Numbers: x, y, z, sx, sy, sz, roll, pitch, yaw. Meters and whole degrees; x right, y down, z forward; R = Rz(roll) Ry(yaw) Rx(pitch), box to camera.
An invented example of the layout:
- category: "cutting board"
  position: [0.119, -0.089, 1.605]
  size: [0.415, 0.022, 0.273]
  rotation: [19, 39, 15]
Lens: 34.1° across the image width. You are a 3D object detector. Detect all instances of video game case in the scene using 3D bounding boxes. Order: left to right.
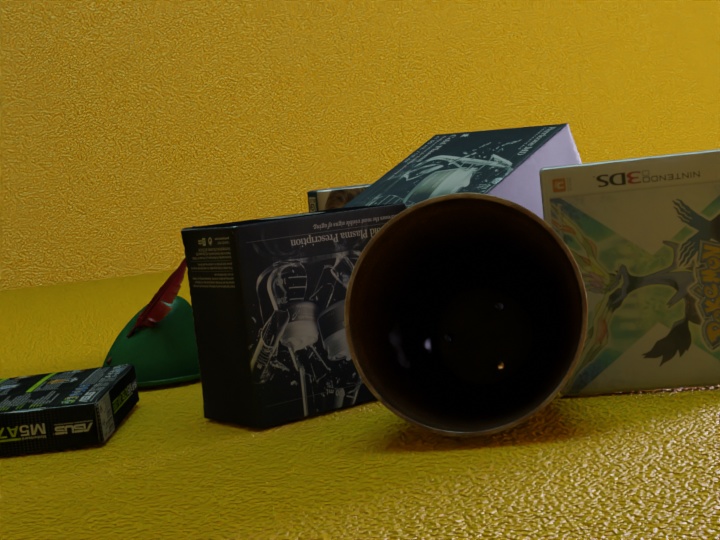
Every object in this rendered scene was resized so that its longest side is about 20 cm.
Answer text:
- category: "video game case"
  position: [0.254, 0.002, 1.010]
  size: [0.182, 0.201, 0.022]
  rotation: [-5, 2, 13]

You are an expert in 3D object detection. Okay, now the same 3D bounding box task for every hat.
- category: "hat"
  position: [-0.240, 0.038, 1.380]
  size: [0.199, 0.177, 0.166]
  rotation: [-5, 5, 18]

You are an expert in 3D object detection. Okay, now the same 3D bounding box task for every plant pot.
- category: "plant pot"
  position: [0.097, 0.046, 0.990]
  size: [0.186, 0.188, 0.200]
  rotation: [-5, -9, 10]

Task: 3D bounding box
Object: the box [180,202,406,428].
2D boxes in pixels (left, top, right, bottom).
- category: "box"
  position: [-0.051, 0.037, 1.116]
  size: [0.199, 0.183, 0.104]
  rotation: [-10, 7, -36]

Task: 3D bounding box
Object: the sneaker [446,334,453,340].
- category: "sneaker"
  position: [0.079, 0.068, 1.291]
  size: [0.080, 0.072, 0.200]
  rotation: [-4, 13, 13]

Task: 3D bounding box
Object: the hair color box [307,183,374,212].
- category: "hair color box"
  position: [0.000, 0.000, 1.383]
  size: [0.100, 0.201, 0.061]
  rotation: [-8, 5, -13]

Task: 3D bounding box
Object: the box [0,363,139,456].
- category: "box"
  position: [-0.326, 0.136, 1.130]
  size: [0.192, 0.048, 0.200]
  rotation: [-9, 6, -1]

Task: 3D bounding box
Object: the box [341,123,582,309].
- category: "box"
  position: [0.114, -0.058, 1.273]
  size: [0.196, 0.124, 0.200]
  rotation: [3, 34, 46]
